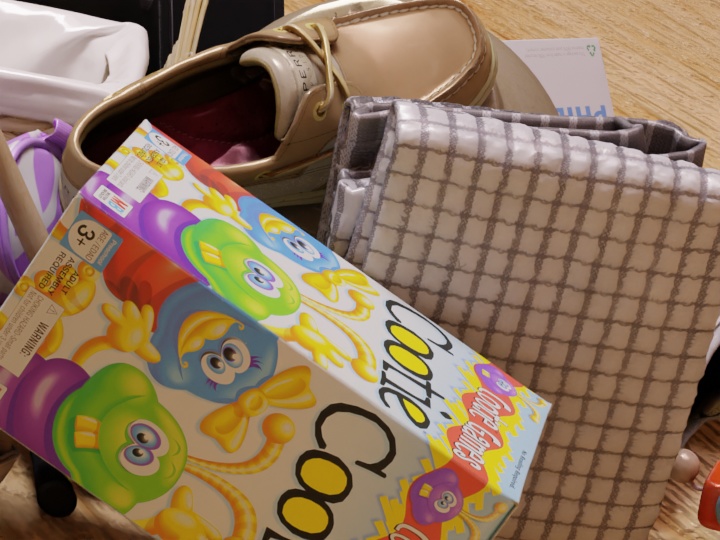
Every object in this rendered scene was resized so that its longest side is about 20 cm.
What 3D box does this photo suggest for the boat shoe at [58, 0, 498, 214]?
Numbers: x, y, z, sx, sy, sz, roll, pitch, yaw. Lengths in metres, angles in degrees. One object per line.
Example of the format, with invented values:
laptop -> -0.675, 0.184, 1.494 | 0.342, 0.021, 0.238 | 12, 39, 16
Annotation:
boat shoe -> -0.032, -0.067, 1.217 | 0.200, 0.066, 0.074 | -25, 69, -11

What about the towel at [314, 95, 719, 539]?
towel -> 0.056, 0.022, 1.217 | 0.165, 0.200, 0.086 | 8, 24, -12

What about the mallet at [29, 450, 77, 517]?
mallet -> -0.140, 0.052, 1.276 | 0.041, 0.066, 0.200 | -29, 39, 5

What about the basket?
basket -> -0.214, -0.067, 1.429 | 0.199, 0.124, 0.136 | 11, 19, -4

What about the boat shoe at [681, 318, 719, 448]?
boat shoe -> 0.157, 0.056, 1.387 | 0.065, 0.075, 0.202 | 27, 28, 23

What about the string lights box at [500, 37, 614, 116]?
string lights box -> 0.028, -0.068, 1.526 | 0.103, 0.059, 0.200 | -6, -8, -42

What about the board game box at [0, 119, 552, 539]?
board game box -> -0.040, 0.050, 1.124 | 0.200, 0.103, 0.105 | 35, 22, -3

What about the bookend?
bookend -> -0.102, -0.122, 1.620 | 0.200, 0.092, 0.198 | -8, 11, -44

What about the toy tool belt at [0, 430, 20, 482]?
toy tool belt -> -0.191, 0.035, 1.153 | 0.125, 0.123, 0.200 | 14, 19, 5

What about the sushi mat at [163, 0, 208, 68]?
sushi mat -> -0.100, -0.045, 1.366 | 0.012, 0.096, 0.200 | 17, 44, -8

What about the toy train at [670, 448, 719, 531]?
toy train -> 0.191, 0.136, 1.210 | 0.150, 0.056, 0.200 | 13, 16, 8

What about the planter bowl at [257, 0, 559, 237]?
planter bowl -> 0.005, -0.045, 1.316 | 0.200, 0.201, 0.135 | 14, -20, 8

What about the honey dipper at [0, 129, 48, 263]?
honey dipper -> -0.129, -0.003, 1.198 | 0.038, 0.200, 0.038 | -18, 21, 7

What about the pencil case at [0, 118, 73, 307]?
pencil case -> -0.214, -0.020, 1.271 | 0.200, 0.086, 0.084 | -3, -14, 22
